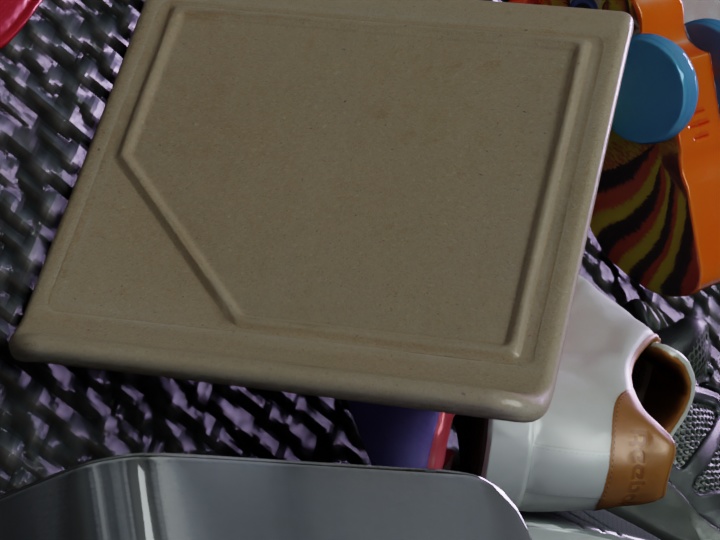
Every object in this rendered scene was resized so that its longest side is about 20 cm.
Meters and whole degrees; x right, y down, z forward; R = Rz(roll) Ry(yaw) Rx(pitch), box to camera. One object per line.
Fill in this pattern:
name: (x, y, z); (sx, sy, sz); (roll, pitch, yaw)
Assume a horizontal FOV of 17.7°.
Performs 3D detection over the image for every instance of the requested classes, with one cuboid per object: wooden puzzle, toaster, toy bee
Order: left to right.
toaster: (-0.062, 0.136, 0.658); (0.200, 0.181, 0.119); (8, 63, -45)
wooden puzzle: (-0.009, -0.028, 0.816); (0.037, 0.184, 0.200); (82, 20, -47)
toy bee: (0.121, -0.094, 1.031); (0.131, 0.108, 0.201); (14, 87, -50)

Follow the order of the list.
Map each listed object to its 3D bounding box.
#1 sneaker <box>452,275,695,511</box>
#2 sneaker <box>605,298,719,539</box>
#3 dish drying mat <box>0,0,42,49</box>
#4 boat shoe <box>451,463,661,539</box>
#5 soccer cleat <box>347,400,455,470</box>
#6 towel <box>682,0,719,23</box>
sneaker: (0.078, 0.038, 0.875); (0.084, 0.073, 0.200); (6, 25, -3)
sneaker: (0.143, 0.083, 0.972); (0.199, 0.076, 0.115); (30, 58, -27)
dish drying mat: (-0.186, -0.152, 0.783); (0.200, 0.018, 0.077); (47, 43, -20)
boat shoe: (0.026, 0.109, 0.830); (0.201, 0.074, 0.065); (5, 102, -34)
soccer cleat: (0.000, 0.000, 0.850); (0.076, 0.067, 0.201); (7, 47, -9)
towel: (0.250, -0.092, 1.138); (0.200, 0.032, 0.191); (-28, 79, -33)
